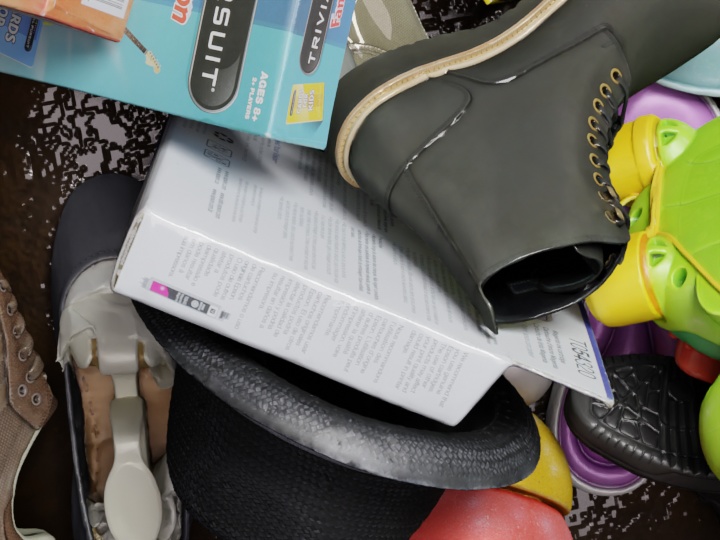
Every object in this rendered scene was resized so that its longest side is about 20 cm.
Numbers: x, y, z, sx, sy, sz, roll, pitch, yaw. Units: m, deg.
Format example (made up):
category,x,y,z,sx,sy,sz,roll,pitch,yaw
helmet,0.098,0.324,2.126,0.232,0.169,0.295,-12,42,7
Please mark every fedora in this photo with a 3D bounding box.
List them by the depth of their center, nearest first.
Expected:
category,x,y,z,sx,sy,sz,roll,pitch,yaw
fedora,-0.022,0.068,0.870,0.199,0.201,0.092,19,107,-8

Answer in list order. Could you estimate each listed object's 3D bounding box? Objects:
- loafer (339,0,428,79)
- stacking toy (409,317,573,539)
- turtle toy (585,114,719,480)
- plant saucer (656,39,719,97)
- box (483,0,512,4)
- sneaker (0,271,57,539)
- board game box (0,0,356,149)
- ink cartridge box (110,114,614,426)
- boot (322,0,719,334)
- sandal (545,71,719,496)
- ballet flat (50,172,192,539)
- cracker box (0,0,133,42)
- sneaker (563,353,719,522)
category,x,y,z,sx,sy,sz,roll,pitch,yaw
loafer,-0.019,-0.157,0.925,0.069,0.075,0.201,-21,97,-21
stacking toy,0.054,0.109,0.937,0.145,0.146,0.201,17,77,-8
turtle toy,0.174,0.004,0.868,0.145,0.201,0.101,-13,131,26
plant saucer,0.168,-0.182,0.957,0.198,0.036,0.202,-1,95,-7
box,0.027,-0.216,0.900,0.070,0.064,0.201,-37,88,15
sneaker,-0.176,0.041,0.931,0.075,0.070,0.202,-2,99,-25
board game box,-0.091,-0.147,0.868,0.199,0.047,0.152,15,95,30
ink cartridge box,0.000,0.000,0.872,0.199,0.197,0.044,24,106,-7
boot,0.100,-0.053,0.858,0.199,0.139,0.078,-28,138,-11
sandal,0.137,0.008,0.962,0.082,0.050,0.204,7,94,-7
ballet flat,-0.104,0.057,0.930,0.072,0.073,0.202,-3,95,-6
cracker box,-0.169,-0.186,0.855,0.199,0.058,0.135,20,94,29
sneaker,0.179,0.097,0.952,0.198,0.104,0.060,9,57,-8
